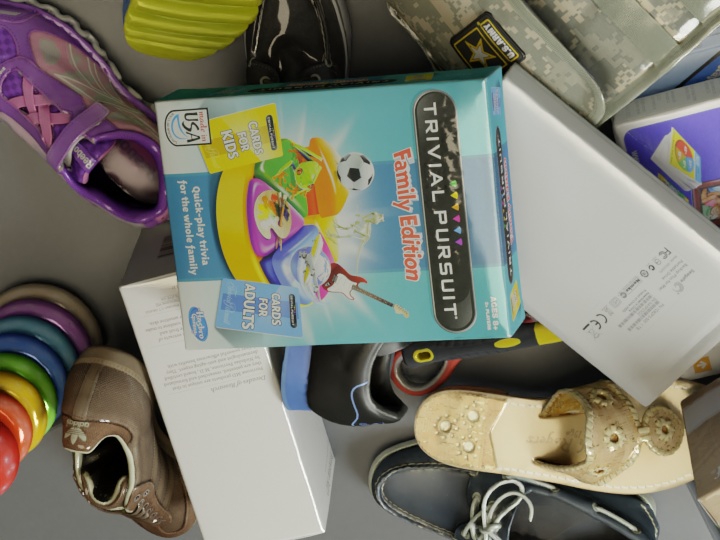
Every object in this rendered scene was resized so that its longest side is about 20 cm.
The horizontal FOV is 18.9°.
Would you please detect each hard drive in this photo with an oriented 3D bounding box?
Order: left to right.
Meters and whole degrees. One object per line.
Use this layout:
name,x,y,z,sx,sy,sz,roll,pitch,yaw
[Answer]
hard drive,0.133,-0.018,1.297,0.200,0.026,0.132,39,134,-2

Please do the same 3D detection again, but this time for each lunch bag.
lunch bag,0.119,-0.175,1.283,0.200,0.118,0.164,-41,96,19

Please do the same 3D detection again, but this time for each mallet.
mallet,0.118,0.030,1.376,0.199,0.041,0.066,-3,116,19

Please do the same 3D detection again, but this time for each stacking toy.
stacking toy,-0.223,0.082,1.367,0.085,0.200,0.086,2,112,5

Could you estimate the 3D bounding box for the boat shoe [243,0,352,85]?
boat shoe,-0.044,-0.100,1.354,0.070,0.066,0.201,5,113,2

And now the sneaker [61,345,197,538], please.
sneaker,-0.159,0.132,1.414,0.070,0.076,0.200,8,144,20

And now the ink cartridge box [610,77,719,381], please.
ink cartridge box,0.275,-0.037,1.356,0.199,0.043,0.199,-12,119,13

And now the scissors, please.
scissors,0.095,0.030,1.406,0.199,0.014,0.073,-17,102,23

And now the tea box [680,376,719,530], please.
tea box,0.333,0.127,1.316,0.200,0.134,0.197,-33,108,16

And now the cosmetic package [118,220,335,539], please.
cosmetic package,-0.084,0.070,1.406,0.084,0.108,0.201,-14,112,9

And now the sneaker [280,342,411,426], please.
sneaker,0.000,0.000,1.328,0.078,0.070,0.201,10,112,16

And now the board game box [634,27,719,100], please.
board game box,0.266,-0.131,1.347,0.199,0.019,0.103,-14,109,10

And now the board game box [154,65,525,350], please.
board game box,-0.012,-0.035,1.260,0.199,0.047,0.152,-3,103,16

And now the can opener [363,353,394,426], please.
can opener,0.002,0.004,1.388,0.053,0.067,0.201,14,102,15

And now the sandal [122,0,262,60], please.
sandal,-0.089,-0.210,1.309,0.079,0.087,0.200,13,135,-26

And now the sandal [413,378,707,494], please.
sandal,0.136,0.109,1.385,0.211,0.070,0.078,2,96,9

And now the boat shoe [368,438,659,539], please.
boat shoe,0.102,0.165,1.456,0.199,0.062,0.075,15,115,-2

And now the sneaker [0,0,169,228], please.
sneaker,-0.181,-0.095,1.355,0.200,0.089,0.081,37,111,-10
